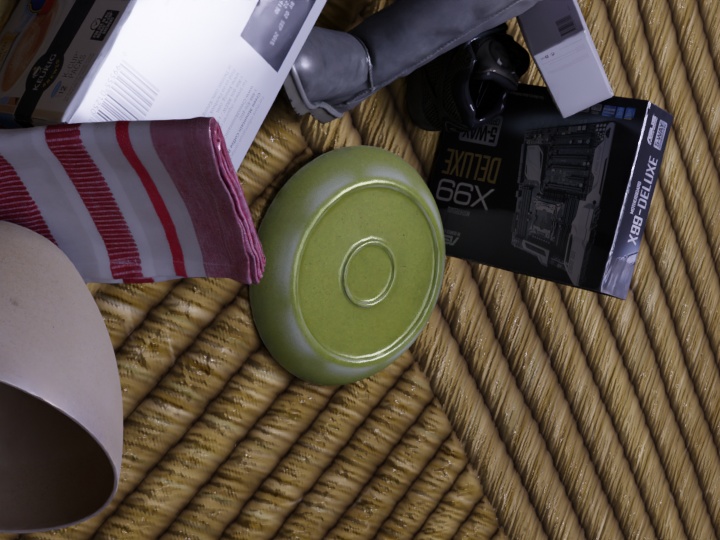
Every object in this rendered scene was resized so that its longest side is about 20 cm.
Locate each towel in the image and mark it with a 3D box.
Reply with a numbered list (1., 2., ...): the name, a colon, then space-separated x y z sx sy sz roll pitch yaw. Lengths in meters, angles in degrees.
1. towel: -0.165 -0.036 0.804 0.145 0.197 0.023 74 17 -54

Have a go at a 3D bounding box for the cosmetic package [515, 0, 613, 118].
1. cosmetic package: 0.151 -0.230 1.123 0.083 0.050 0.202 49 22 -47

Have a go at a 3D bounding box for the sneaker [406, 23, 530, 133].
1. sneaker: 0.091 -0.213 1.107 0.075 0.114 0.203 -5 102 -35

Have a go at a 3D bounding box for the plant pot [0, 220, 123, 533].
1. plant pot: -0.230 0.050 0.799 0.200 0.198 0.136 47 37 -42

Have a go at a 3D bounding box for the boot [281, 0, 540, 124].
1. boot: 0.036 -0.182 0.979 0.182 0.198 0.073 -14 82 -79

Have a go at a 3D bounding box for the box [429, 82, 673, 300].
1. box: 0.153 -0.075 1.147 0.049 0.198 0.160 15 91 -50

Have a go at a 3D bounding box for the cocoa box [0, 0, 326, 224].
1. cocoa box: -0.136 -0.147 0.867 0.133 0.130 0.202 40 71 -43

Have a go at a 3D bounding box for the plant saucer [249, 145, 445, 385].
1. plant saucer: 0.000 0.000 1.102 0.198 0.031 0.203 -10 107 -35
